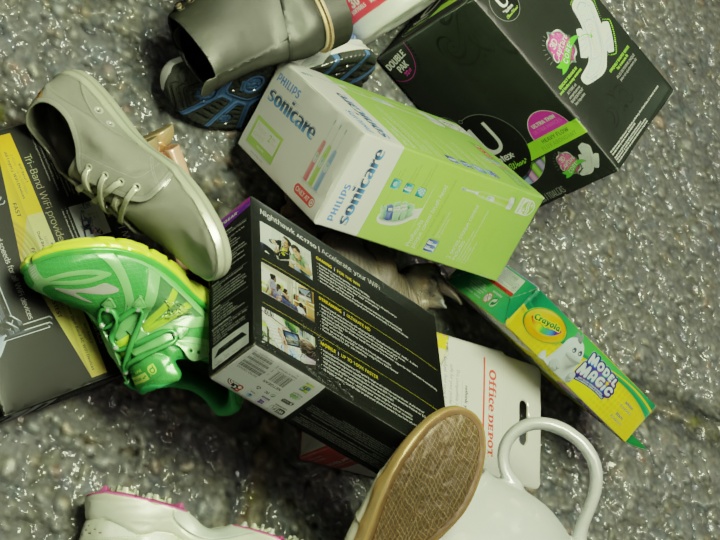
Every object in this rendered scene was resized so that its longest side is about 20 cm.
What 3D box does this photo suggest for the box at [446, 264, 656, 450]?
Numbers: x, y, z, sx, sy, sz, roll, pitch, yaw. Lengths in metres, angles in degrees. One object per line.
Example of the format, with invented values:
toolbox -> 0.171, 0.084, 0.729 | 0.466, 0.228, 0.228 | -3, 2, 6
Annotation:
box -> 0.171, 0.070, 1.474 | 0.048, 0.117, 0.200 | -46, 120, -2

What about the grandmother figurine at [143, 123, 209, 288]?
grandmother figurine -> -0.126, -0.007, 1.320 | 0.200, 0.060, 0.121 | 64, 27, -12

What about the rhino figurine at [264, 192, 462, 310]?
rhino figurine -> 0.000, 0.000, 1.412 | 0.200, 0.060, 0.088 | 20, 40, -27

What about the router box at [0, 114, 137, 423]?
router box -> -0.239, -0.004, 1.254 | 0.157, 0.052, 0.200 | -19, 85, -40

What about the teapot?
teapot -> 0.066, 0.212, 1.312 | 0.200, 0.197, 0.146 | -24, 87, -43

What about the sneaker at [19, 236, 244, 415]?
sneaker -> -0.150, 0.040, 1.222 | 0.200, 0.074, 0.084 | 30, 52, -27

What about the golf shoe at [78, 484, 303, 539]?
golf shoe -> -0.109, 0.219, 1.240 | 0.200, 0.075, 0.092 | 16, 74, -3

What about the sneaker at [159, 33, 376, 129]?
sneaker -> -0.085, -0.172, 1.431 | 0.200, 0.076, 0.077 | -13, 58, -39

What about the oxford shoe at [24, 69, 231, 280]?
oxford shoe -> -0.168, -0.062, 1.229 | 0.200, 0.075, 0.058 | 46, 51, 15

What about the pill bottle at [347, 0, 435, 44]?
pill bottle -> -0.012, -0.305, 1.496 | 0.111, 0.111, 0.200 | -35, 92, -39

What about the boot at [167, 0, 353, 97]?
boot -> -0.113, -0.241, 1.363 | 0.138, 0.078, 0.200 | -27, 70, -25

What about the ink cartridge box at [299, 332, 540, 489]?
ink cartridge box -> 0.053, 0.115, 1.418 | 0.200, 0.067, 0.117 | 18, 63, -29

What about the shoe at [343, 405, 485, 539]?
shoe -> 0.020, 0.181, 1.216 | 0.070, 0.053, 0.200 | 35, 78, -22

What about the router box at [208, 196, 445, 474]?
router box -> -0.022, 0.055, 1.263 | 0.200, 0.051, 0.149 | 34, 34, -32

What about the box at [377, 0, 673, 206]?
box -> 0.147, -0.175, 1.541 | 0.200, 0.148, 0.124 | 49, 53, -12

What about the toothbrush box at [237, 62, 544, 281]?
toothbrush box -> 0.025, -0.081, 1.398 | 0.200, 0.086, 0.146 | 18, 19, -39
